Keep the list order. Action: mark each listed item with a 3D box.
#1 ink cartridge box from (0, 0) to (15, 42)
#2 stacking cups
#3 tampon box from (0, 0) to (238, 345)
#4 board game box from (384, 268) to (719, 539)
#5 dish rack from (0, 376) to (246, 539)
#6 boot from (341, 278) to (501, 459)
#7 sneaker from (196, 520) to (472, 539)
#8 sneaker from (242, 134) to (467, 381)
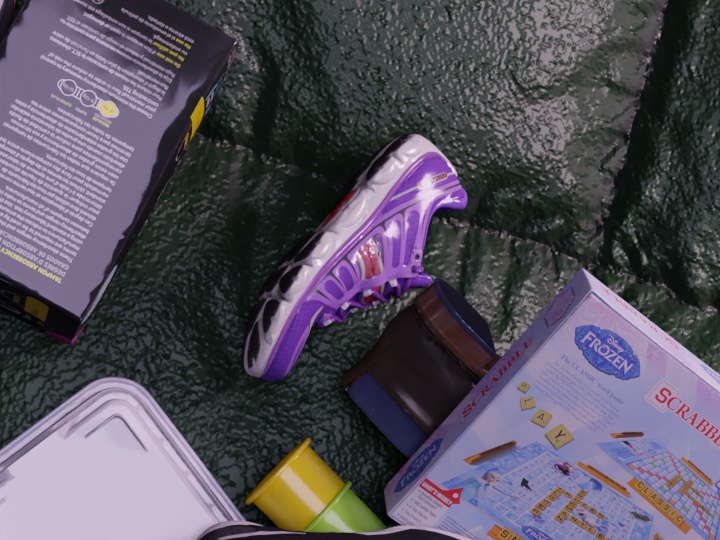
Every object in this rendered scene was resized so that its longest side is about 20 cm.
[{"bbox_3d":[-0.287,-0.182,1.180,0.146,0.200,0.083,15,80,-9],"label":"ink cartridge box"},{"bbox_3d":[0.012,0.202,1.256,0.060,0.061,0.200,-43,91,-13],"label":"stacking cups"},{"bbox_3d":[-0.184,-0.073,1.211,0.126,0.150,0.200,29,78,-5],"label":"tampon box"},{"bbox_3d":[0.153,0.133,1.241,0.200,0.041,0.200,37,105,-17],"label":"board game box"},{"bbox_3d":[-0.159,0.185,1.236,0.171,0.044,0.200,-37,90,-13],"label":"dish rack"},{"bbox_3d":[0.078,0.107,1.293,0.097,0.075,0.200,-37,102,12],"label":"boot"},{"bbox_3d":[-0.008,0.199,1.171,0.199,0.112,0.073,3,94,-1],"label":"sneaker"},{"bbox_3d":[0.000,0.000,1.276,0.083,0.081,0.200,43,76,-9],"label":"sneaker"}]
